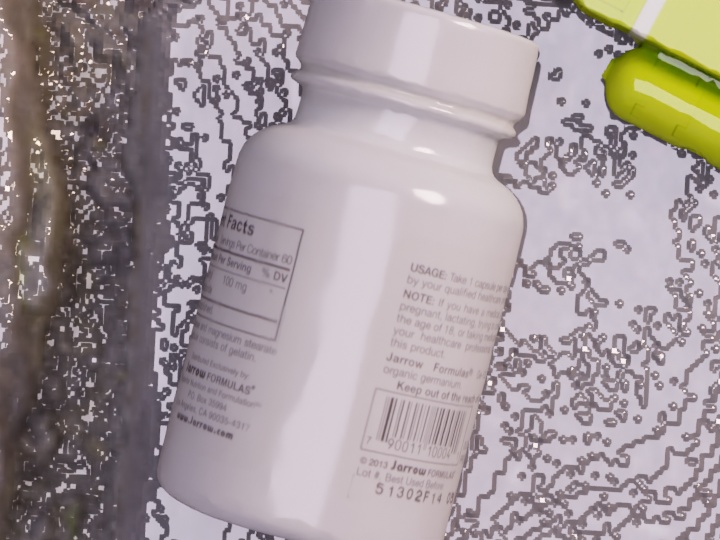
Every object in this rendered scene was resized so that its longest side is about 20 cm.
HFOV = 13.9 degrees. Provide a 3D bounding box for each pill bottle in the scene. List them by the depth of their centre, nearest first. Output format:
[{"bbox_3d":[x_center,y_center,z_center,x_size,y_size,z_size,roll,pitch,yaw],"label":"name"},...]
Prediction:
[{"bbox_3d":[0.000,0.000,1.121,0.114,0.114,0.201,15,92,4],"label":"pill bottle"}]

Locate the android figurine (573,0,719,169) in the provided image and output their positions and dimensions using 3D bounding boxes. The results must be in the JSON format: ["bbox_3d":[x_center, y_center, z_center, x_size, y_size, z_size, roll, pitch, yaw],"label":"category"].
[{"bbox_3d":[0.157,-0.132,1.146,0.199,0.041,0.183,26,93,3],"label":"android figurine"}]
